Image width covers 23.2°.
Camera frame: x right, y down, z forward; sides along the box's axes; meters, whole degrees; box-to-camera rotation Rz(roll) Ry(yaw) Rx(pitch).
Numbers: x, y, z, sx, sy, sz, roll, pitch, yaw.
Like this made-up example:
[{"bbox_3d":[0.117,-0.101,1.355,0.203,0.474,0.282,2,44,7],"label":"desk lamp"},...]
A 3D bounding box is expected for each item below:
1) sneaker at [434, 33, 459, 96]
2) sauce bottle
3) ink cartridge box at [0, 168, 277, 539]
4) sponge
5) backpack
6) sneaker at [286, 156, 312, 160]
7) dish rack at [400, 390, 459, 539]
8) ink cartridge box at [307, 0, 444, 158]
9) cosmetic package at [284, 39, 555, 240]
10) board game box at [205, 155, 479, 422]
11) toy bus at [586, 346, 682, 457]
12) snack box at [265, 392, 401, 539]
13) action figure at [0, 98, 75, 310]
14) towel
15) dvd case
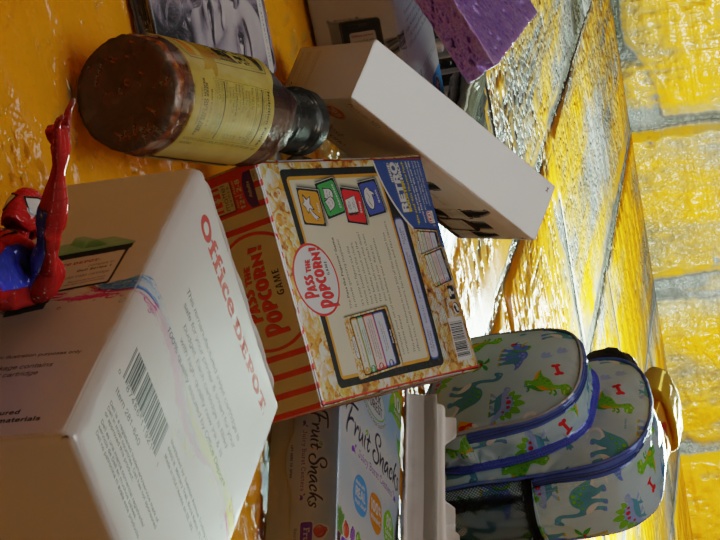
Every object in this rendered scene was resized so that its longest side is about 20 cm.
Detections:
[{"bbox_3d":[0.074,-0.132,1.567,0.081,0.075,0.201,6,81,-88],"label":"sneaker"},{"bbox_3d":[-0.078,-0.089,0.961,0.200,0.066,0.066,0,84,-68],"label":"sauce bottle"},{"bbox_3d":[-0.112,0.068,0.784,0.200,0.084,0.145,-72,152,-54],"label":"ink cartridge box"},{"bbox_3d":[0.079,-0.215,1.337,0.112,0.030,0.200,54,23,-7],"label":"sponge"},{"bbox_3d":[0.149,0.140,1.459,0.183,0.199,0.147,-75,153,-57],"label":"backpack"},{"bbox_3d":[0.000,0.000,1.222,0.071,0.075,0.200,-77,156,-48],"label":"sneaker"},{"bbox_3d":[0.051,0.200,1.298,0.200,0.043,0.172,-88,176,-52],"label":"dish rack"},{"bbox_3d":[0.009,-0.194,1.341,0.116,0.066,0.201,-64,145,-61],"label":"ink cartridge box"},{"bbox_3d":[0.042,-0.087,1.236,0.200,0.082,0.051,35,68,-35],"label":"cosmetic package"},{"bbox_3d":[-0.008,0.006,1.105,0.200,0.046,0.152,-6,79,-59],"label":"board game box"},{"bbox_3d":[0.182,0.178,1.601,0.136,0.199,0.192,66,32,-46],"label":"toy bus"},{"bbox_3d":[-0.015,0.150,1.154,0.142,0.053,0.201,59,29,-59],"label":"snack box"},{"bbox_3d":[-0.159,-0.001,0.663,0.200,0.065,0.099,-67,164,-60],"label":"action figure"},{"bbox_3d":[0.061,-0.057,1.406,0.193,0.034,0.201,75,32,-72],"label":"towel"},{"bbox_3d":[-0.096,-0.174,1.054,0.200,0.016,0.149,-51,132,-69],"label":"dvd case"}]
